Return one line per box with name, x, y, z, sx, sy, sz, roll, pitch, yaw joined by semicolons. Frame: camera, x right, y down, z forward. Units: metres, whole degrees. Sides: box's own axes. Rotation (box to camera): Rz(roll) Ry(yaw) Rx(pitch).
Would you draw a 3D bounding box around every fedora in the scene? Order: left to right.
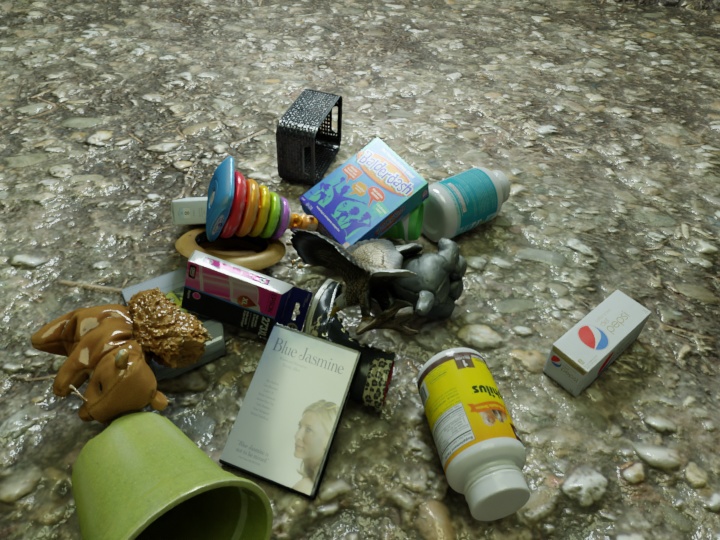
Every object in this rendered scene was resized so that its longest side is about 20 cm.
fedora;-0.223;-0.016;0.954;0.192;0.085;0.202;5;24;-2

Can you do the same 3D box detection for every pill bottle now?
pill bottle;0.212;-0.141;1.117;0.195;0.113;0.111;-24;48;-27
pill bottle;0.149;0.212;0.732;0.105;0.112;0.203;-6;43;-11

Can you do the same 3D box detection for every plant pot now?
plant pot;-0.225;0.262;0.607;0.197;0.206;0.182;-28;40;-31

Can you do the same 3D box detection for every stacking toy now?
stacking toy;-0.159;-0.095;0.939;0.194;0.116;0.113;14;48;-29

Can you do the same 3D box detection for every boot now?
boot;-0.016;0.113;0.851;0.148;0.075;0.208;10;50;11

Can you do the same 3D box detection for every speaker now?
speaker;0.022;-0.112;1.079;0.193;0.091;0.090;10;42;15

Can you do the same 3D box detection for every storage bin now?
storage bin;-0.112;-0.303;1.246;0.090;0.138;0.203;13;43;10

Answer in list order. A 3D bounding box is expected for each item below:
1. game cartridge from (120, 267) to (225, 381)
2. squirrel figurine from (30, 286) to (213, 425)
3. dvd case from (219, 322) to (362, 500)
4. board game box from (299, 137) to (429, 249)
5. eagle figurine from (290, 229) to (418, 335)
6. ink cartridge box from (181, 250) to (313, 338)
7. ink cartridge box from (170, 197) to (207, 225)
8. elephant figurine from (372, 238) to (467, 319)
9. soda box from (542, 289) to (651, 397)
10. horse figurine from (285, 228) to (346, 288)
game cartridge;-0.299;0.077;0.899;0.130;0.042;0.200;-18;47;-28
squirrel figurine;-0.299;0.107;0.723;0.198;0.145;0.184;-38;27;-27
dvd case;-0.091;0.185;0.757;0.138;0.018;0.205;15;65;12
board game box;0.007;-0.134;1.016;0.198;0.045;0.152;-39;62;-13
eagle figurine;-0.006;0.004;0.819;0.147;0.153;0.204;-25;58;-2
ink cartridge box;-0.178;0.046;0.861;0.193;0.097;0.038;18;33;-6
ink cartridge box;-0.244;-0.119;1.047;0.192;0.049;0.160;-5;9;-7
elephant figurine;0.073;0.004;0.958;0.195;0.155;0.145;19;76;30
soda box;0.383;0.113;0.892;0.197;0.065;0.068;-29;51;-30
horse figurine;-0.071;-0.042;1.030;0.128;0.051;0.202;-1;37;-21
